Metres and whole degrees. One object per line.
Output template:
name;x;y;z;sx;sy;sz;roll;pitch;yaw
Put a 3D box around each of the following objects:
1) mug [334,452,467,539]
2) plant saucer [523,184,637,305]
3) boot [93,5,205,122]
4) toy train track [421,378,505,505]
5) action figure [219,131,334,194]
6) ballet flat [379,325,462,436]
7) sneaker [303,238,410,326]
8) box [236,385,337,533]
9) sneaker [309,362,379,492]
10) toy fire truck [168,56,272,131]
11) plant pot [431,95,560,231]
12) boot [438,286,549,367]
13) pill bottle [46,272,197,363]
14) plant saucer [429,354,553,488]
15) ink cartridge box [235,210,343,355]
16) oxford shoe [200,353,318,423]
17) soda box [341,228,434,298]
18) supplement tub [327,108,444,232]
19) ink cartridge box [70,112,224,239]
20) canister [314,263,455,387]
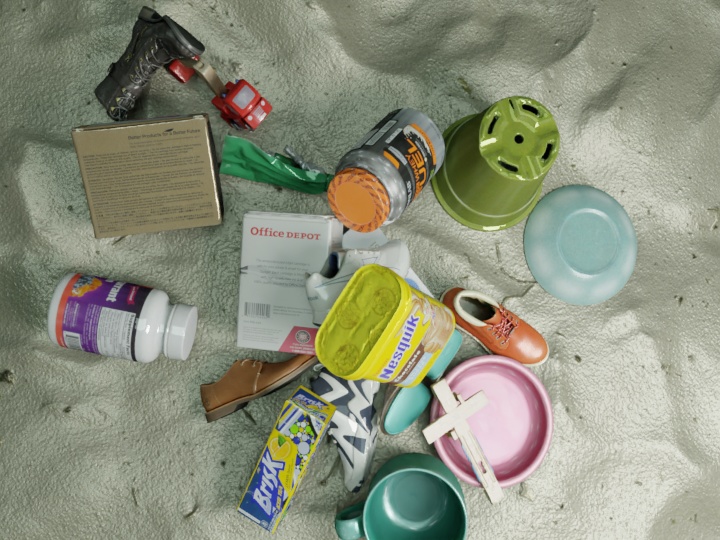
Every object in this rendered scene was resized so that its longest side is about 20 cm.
mug;0.068;0.348;0.984;0.182;0.114;0.155;22;93;5
plant saucer;0.372;-0.046;1.091;0.196;0.039;0.206;0;83;-4
boot;-0.332;-0.305;1.015;0.199;0.069;0.176;36;94;43
toy train track;0.160;0.258;1.000;0.113;0.032;0.203;-28;92;-13
action figure;-0.122;-0.163;1.051;0.196;0.118;0.056;17;70;-10
ballet flat;0.088;0.168;1.035;0.068;0.067;0.201;45;77;-25
sneaker;0.000;0.000;0.945;0.199;0.074;0.089;-36;114;-37
box;-0.109;0.279;0.971;0.069;0.064;0.203;27;105;8
sneaker;-0.041;0.234;1.019;0.127;0.079;0.204;6;103;15
toy fire truck;-0.222;-0.286;1.027;0.049;0.199;0.141;-49;117;-7
plant pot;0.220;-0.179;1.021;0.195;0.190;0.205;0;83;-4
boot;0.218;0.091;1.033;0.197;0.107;0.076;29;81;-2
pill bottle;-0.353;0.076;0.993;0.195;0.111;0.114;11;83;-3
plant saucer;0.204;0.237;1.043;0.195;0.051;0.206;0;83;-3
ink cartridge box;-0.106;0.015;0.999;0.142;0.085;0.205;5;95;12
oxford shoe;-0.160;0.162;1.010;0.197;0.071;0.073;-24;80;3
soda box;0.047;0.013;1.051;0.068;0.064;0.201;-38;88;-7
supplement tub;0.039;-0.151;0.999;0.122;0.123;0.201;38;49;1
ink cartridge box;-0.319;-0.147;1.011;0.195;0.075;0.169;-6;108;-5
canister;0.043;0.085;0.912;0.086;0.199;0.150;36;95;32
